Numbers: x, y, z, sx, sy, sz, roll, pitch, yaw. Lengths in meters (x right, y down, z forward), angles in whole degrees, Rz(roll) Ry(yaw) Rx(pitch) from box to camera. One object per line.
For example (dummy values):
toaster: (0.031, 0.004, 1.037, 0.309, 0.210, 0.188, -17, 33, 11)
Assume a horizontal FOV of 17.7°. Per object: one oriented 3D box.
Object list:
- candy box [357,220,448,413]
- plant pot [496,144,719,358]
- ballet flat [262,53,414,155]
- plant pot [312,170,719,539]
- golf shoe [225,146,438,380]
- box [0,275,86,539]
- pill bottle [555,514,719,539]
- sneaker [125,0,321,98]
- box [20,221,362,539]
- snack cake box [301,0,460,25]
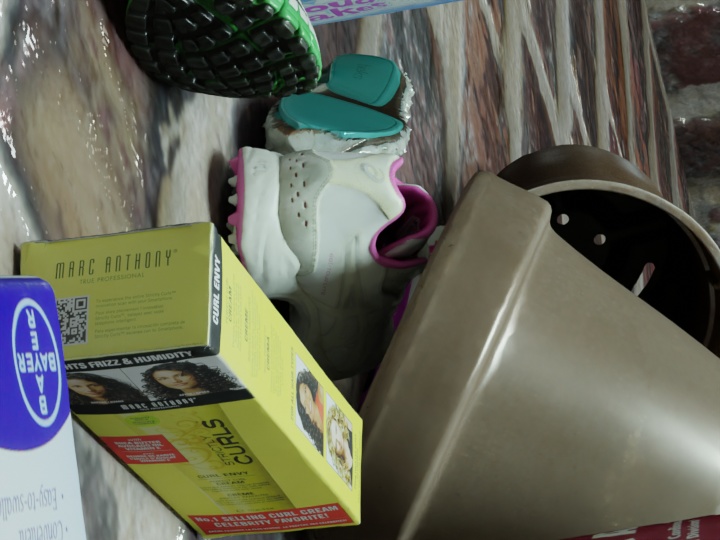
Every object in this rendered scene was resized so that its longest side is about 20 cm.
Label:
candy box: (0.094, 0.081, 1.330, 0.200, 0.061, 0.136, 43, 47, -32)
plant pot: (0.145, 0.010, 1.567, 0.198, 0.200, 0.200, -86, 164, -73)
ballet flat: (-0.008, -0.064, 1.196, 0.200, 0.072, 0.072, -54, 134, -72)
plant pot: (0.093, 0.075, 1.126, 0.200, 0.174, 0.200, 24, 90, -88)
golf shoe: (0.000, 0.000, 1.125, 0.200, 0.091, 0.075, 57, 26, -64)
box: (-0.127, 0.104, 0.470, 0.184, 0.105, 0.200, 2, 80, -76)
pill bottle: (0.105, 0.167, 0.977, 0.114, 0.200, 0.114, -11, 90, -78)
sneaker: (-0.061, -0.142, 0.949, 0.200, 0.078, 0.085, 65, 31, -52)
box: (-0.059, 0.047, 0.876, 0.200, 0.075, 0.050, 59, 28, -62)
snack cake box: (0.019, -0.182, 1.075, 0.067, 0.200, 0.115, 9, 73, -76)
